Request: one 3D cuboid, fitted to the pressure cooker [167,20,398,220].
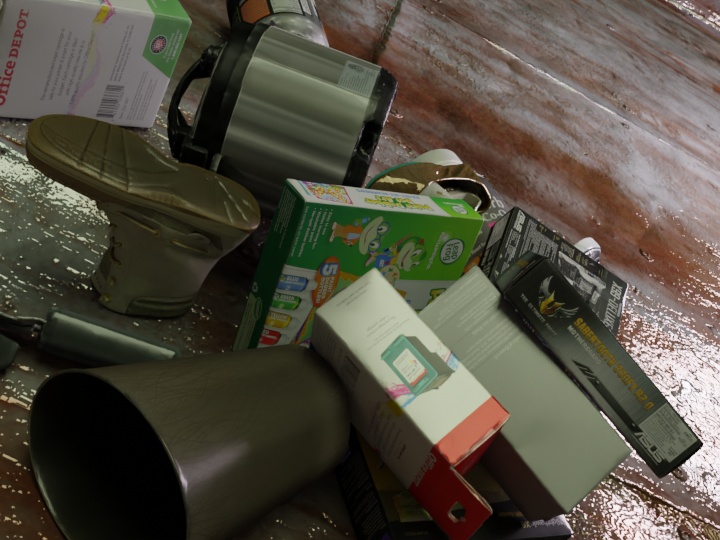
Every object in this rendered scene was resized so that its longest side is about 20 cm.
[{"bbox_3d":[-0.079,-0.139,0.869,0.198,0.180,0.176,19,7,-4],"label":"pressure cooker"}]

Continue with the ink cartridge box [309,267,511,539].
[{"bbox_3d":[0.045,0.111,0.734,0.067,0.117,0.200,-35,71,-23],"label":"ink cartridge box"}]

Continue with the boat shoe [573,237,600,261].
[{"bbox_3d":[0.267,0.021,1.164,0.068,0.072,0.199,41,38,15],"label":"boat shoe"}]

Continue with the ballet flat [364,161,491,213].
[{"bbox_3d":[0.081,-0.073,0.956,0.072,0.068,0.199,38,24,23],"label":"ballet flat"}]

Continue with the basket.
[{"bbox_3d":[-0.112,0.127,0.687,0.179,0.137,0.199,24,20,34],"label":"basket"}]

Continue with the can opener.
[{"bbox_3d":[-0.246,0.061,0.739,0.198,0.053,0.067,17,72,-20],"label":"can opener"}]

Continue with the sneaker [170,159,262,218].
[{"bbox_3d":[-0.135,-0.065,0.961,0.198,0.074,0.081,-5,61,-35],"label":"sneaker"}]

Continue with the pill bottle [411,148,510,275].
[{"bbox_3d":[0.126,-0.043,1.089,0.116,0.117,0.201,-3,49,-41],"label":"pill bottle"}]

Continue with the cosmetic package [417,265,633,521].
[{"bbox_3d":[0.123,0.108,0.781,0.090,0.107,0.200,-39,83,-18],"label":"cosmetic package"}]

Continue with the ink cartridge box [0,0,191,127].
[{"bbox_3d":[-0.299,-0.235,0.953,0.199,0.146,0.088,-5,49,-41],"label":"ink cartridge box"}]

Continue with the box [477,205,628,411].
[{"bbox_3d":[0.183,0.054,0.933,0.157,0.050,0.201,33,53,-11],"label":"box"}]

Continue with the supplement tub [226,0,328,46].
[{"bbox_3d":[-0.110,-0.314,1.219,0.121,0.123,0.201,12,41,-27],"label":"supplement tub"}]

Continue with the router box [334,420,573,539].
[{"bbox_3d":[0.076,0.187,0.830,0.198,0.052,0.158,6,43,-33],"label":"router box"}]

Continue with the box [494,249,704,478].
[{"bbox_3d":[0.202,0.074,0.811,0.200,0.048,0.158,51,7,2],"label":"box"}]

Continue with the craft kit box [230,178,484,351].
[{"bbox_3d":[-0.006,0.024,0.831,0.196,0.202,0.049,1,30,-37],"label":"craft kit box"}]

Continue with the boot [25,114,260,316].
[{"bbox_3d":[-0.206,-0.037,0.783,0.199,0.155,0.073,22,42,-26],"label":"boot"}]
